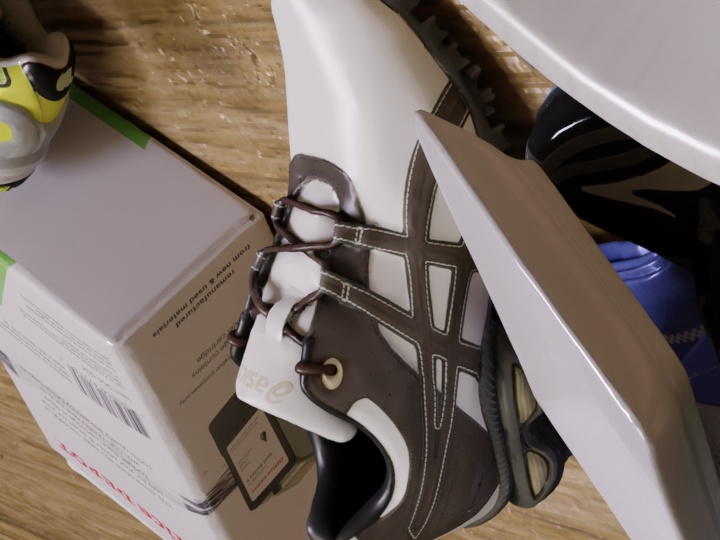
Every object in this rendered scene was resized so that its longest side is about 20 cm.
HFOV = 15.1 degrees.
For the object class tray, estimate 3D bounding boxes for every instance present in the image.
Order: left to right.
[{"bbox_3d":[0.067,0.034,0.714,0.107,0.022,0.200,57,178,27],"label":"tray"}]

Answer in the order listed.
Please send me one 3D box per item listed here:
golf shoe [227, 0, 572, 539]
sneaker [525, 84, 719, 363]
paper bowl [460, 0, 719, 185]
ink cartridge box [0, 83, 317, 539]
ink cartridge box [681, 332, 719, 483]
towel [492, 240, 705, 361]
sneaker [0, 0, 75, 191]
[{"bbox_3d":[0.000,0.000,0.823,0.078,0.094,0.200,19,133,58],"label":"golf shoe"},{"bbox_3d":[0.111,0.011,0.649,0.200,0.083,0.071,38,162,30],"label":"sneaker"},{"bbox_3d":[0.065,-0.113,0.447,0.201,0.104,0.201,40,162,16],"label":"paper bowl"},{"bbox_3d":[-0.089,0.030,1.145,0.145,0.084,0.200,34,159,34],"label":"ink cartridge box"},{"bbox_3d":[0.166,0.099,0.757,0.094,0.044,0.200,9,139,50],"label":"ink cartridge box"},{"bbox_3d":[0.123,0.068,0.859,0.200,0.024,0.145,48,160,-13],"label":"towel"},{"bbox_3d":[-0.179,-0.127,1.062,0.200,0.075,0.076,49,130,4],"label":"sneaker"}]
